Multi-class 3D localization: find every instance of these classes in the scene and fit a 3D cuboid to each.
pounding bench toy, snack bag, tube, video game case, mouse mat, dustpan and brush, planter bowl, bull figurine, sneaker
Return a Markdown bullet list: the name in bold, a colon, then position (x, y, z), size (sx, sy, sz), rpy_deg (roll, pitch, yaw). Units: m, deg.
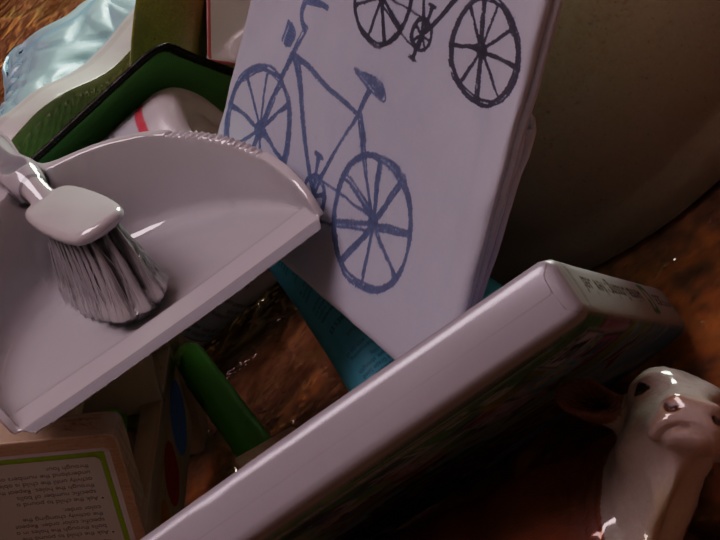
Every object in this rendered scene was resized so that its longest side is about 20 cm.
- **pounding bench toy**: position (-0.103, 0.065, 0.730), size (0.200, 0.124, 0.156), rpy_deg (-6, 36, 6)
- **snack bag**: position (0.008, -0.083, 0.625), size (0.189, 0.021, 0.200), rpy_deg (40, 122, 50)
- **tube**: position (0.000, 0.000, 0.708), size (0.077, 0.050, 0.200), rpy_deg (-43, 34, 0)
- **video game case**: position (0.004, 0.065, 0.555), size (0.200, 0.022, 0.182), rpy_deg (-36, -13, 13)
- **mouse mat**: position (-0.123, -0.052, 0.916), size (0.161, 0.008, 0.200), rpy_deg (-40, -11, 12)
- **dustpan and brush**: position (-0.118, -0.021, 0.685), size (0.139, 0.057, 0.200), rpy_deg (-36, 24, -16)
- **planter bowl**: position (0.066, -0.111, 0.716), size (0.200, 0.135, 0.200), rpy_deg (-34, 30, 23)
- **bull figurine**: position (0.040, 0.105, 0.525), size (0.200, 0.065, 0.122), rpy_deg (-36, 23, 43)
- **sneaker**: position (-0.170, -0.088, 0.967), size (0.082, 0.074, 0.200), rpy_deg (9, 36, 24)

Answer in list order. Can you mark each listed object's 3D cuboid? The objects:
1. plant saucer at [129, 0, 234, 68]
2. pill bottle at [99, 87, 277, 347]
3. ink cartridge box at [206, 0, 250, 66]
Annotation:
- **plant saucer**: position (-0.081, -0.151, 0.982), size (0.031, 0.200, 0.200), rpy_deg (13, 51, 8)
- **pill bottle**: position (-0.129, 0.012, 0.860), size (0.200, 0.109, 0.109), rpy_deg (-40, 28, 12)
- **ink cartridge box**: position (-0.025, -0.203, 0.953), size (0.067, 0.117, 0.200), rpy_deg (10, 35, 10)
